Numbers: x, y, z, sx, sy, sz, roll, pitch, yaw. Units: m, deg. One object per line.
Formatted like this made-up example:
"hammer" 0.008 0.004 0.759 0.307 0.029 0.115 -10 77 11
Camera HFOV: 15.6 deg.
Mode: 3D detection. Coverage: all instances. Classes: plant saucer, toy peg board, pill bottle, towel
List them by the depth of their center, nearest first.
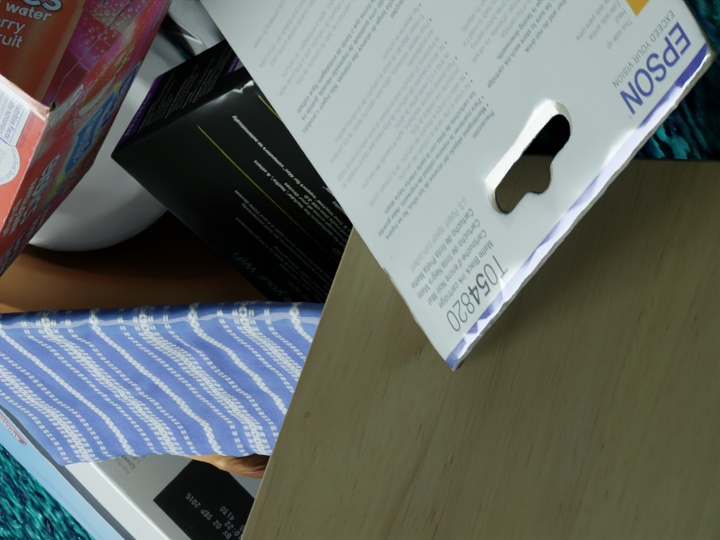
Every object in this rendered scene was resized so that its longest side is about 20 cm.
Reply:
"toy peg board" 0.079 0.070 0.924 0.198 0.201 0.098 3 154 36
"towel" -0.067 0.050 1.086 0.199 0.024 0.145 -3 155 20
"plant saucer" -0.109 -0.002 1.204 0.200 0.199 0.038 25 116 43
"pill bottle" -0.153 -0.098 1.211 0.112 0.112 0.200 61 173 -35

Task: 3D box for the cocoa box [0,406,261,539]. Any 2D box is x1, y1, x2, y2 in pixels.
"cocoa box" -0.104 0.087 1.458 0.200 0.133 0.131 46 160 -1

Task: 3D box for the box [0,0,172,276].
"box" -0.145 -0.078 0.994 0.100 0.096 0.200 38 152 0

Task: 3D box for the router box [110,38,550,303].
"router box" 0.015 -0.019 1.070 0.200 0.051 0.149 43 145 -20

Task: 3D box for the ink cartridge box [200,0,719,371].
"ink cartridge box" 0.028 -0.098 0.873 0.201 0.040 0.200 57 143 15

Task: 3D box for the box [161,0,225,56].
"box" -0.071 -0.168 1.060 0.158 0.048 0.200 43 159 8

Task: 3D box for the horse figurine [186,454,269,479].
"horse figurine" -0.090 0.043 1.354 0.200 0.133 0.050 42 157 10
